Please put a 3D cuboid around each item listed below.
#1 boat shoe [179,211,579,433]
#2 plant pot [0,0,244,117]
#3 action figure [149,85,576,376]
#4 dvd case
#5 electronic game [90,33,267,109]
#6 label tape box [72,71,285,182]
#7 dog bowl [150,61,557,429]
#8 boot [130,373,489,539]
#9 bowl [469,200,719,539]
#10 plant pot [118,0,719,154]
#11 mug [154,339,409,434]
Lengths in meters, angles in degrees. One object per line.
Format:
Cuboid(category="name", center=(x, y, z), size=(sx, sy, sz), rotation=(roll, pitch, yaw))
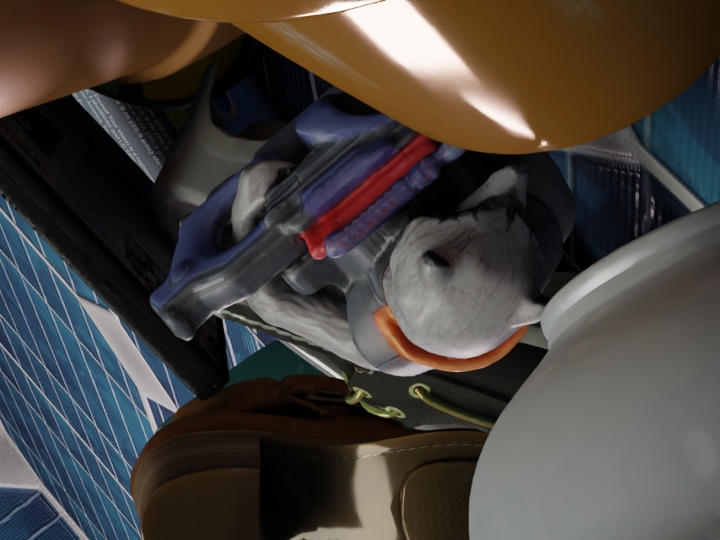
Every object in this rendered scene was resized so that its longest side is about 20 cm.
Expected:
Cuboid(category="boat shoe", center=(0.029, 0.027, 0.889), size=(0.201, 0.061, 0.072), rotation=(13, -161, -15))
Cuboid(category="plant pot", center=(-0.140, -0.141, 0.963), size=(0.200, 0.140, 0.200), rotation=(25, 136, 27))
Cuboid(category="action figure", center=(0.041, -0.038, 0.774), size=(0.105, 0.200, 0.194), rotation=(47, -162, -18))
Cuboid(category="dvd case", center=(-0.111, -0.028, 1.089), size=(0.143, 0.018, 0.200), rotation=(48, -173, -15))
Cuboid(category="electronic game", center=(-0.116, -0.154, 1.075), size=(0.200, 0.042, 0.200), rotation=(27, 141, 24))
Cuboid(category="label tape box", center=(-0.102, -0.096, 1.209), size=(0.200, 0.066, 0.143), rotation=(-12, 116, 48))
Cuboid(category="dog bowl", center=(0.000, 0.000, 1.052), size=(0.200, 0.059, 0.200), rotation=(34, 168, 8))
Cuboid(category="boot", center=(0.012, 0.077, 0.998), size=(0.155, 0.199, 0.074), rotation=(-91, 7, -80))
Cuboid(category="bowl", center=(0.107, 0.035, 0.679), size=(0.201, 0.201, 0.091), rotation=(102, 147, -71))
Cuboid(category="plant pot", center=(0.015, -0.123, 0.598), size=(0.200, 0.200, 0.183), rotation=(42, 178, 36))
Cuboid(category="mug", center=(-0.010, 0.114, 1.344), size=(0.185, 0.114, 0.152), rotation=(33, 155, 52))
